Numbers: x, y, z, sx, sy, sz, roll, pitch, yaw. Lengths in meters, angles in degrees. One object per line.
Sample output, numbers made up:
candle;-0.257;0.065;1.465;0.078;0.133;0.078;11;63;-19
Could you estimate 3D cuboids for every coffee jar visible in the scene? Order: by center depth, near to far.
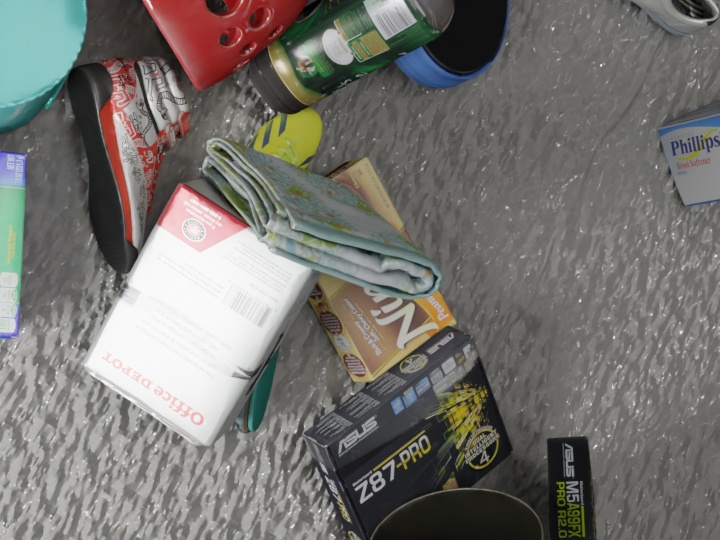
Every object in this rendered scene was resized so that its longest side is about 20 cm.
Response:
coffee jar;-0.012;-0.230;1.438;0.085;0.200;0.104;55;31;-19

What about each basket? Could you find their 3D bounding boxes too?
basket;0.120;0.335;1.478;0.136;0.180;0.200;-66;144;-45

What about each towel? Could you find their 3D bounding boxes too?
towel;-0.037;-0.049;1.355;0.200;0.171;0.048;20;109;-38

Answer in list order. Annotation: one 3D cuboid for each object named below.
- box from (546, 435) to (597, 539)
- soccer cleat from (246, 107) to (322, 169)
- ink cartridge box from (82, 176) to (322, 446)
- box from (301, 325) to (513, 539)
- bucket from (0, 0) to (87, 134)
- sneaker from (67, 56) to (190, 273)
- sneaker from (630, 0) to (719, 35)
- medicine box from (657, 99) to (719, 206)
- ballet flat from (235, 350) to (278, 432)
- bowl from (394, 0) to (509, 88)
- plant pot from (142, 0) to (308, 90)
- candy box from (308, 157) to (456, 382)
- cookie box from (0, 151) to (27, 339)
box;0.220;0.292;1.511;0.044;0.160;0.201;-4;58;10
soccer cleat;-0.102;-0.091;1.453;0.200;0.084;0.065;-42;104;-22
ink cartridge box;-0.141;0.037;1.357;0.144;0.084;0.200;33;103;6
box;0.052;0.176;1.505;0.200;0.049;0.162;-35;120;-23
bucket;-0.345;-0.223;1.318;0.206;0.135;0.208;2;86;-26
sneaker;-0.207;-0.105;1.414;0.108;0.067;0.202;-18;104;-38
sneaker;0.328;-0.338;1.682;0.200;0.071;0.073;26;76;-22
medicine box;0.478;-0.160;1.681;0.200;0.182;0.103;-24;97;-25
ballet flat;-0.108;0.056;1.444;0.074;0.074;0.201;14;94;-24
bowl;0.088;-0.292;1.541;0.200;0.039;0.201;0;90;-49
plant pot;-0.128;-0.297;1.366;0.182;0.200;0.201;-34;102;-2
candy box;0.000;0.000;1.512;0.115;0.055;0.200;-33;101;-23
cookie box;-0.405;-0.027;1.310;0.199;0.075;0.172;4;86;-25
